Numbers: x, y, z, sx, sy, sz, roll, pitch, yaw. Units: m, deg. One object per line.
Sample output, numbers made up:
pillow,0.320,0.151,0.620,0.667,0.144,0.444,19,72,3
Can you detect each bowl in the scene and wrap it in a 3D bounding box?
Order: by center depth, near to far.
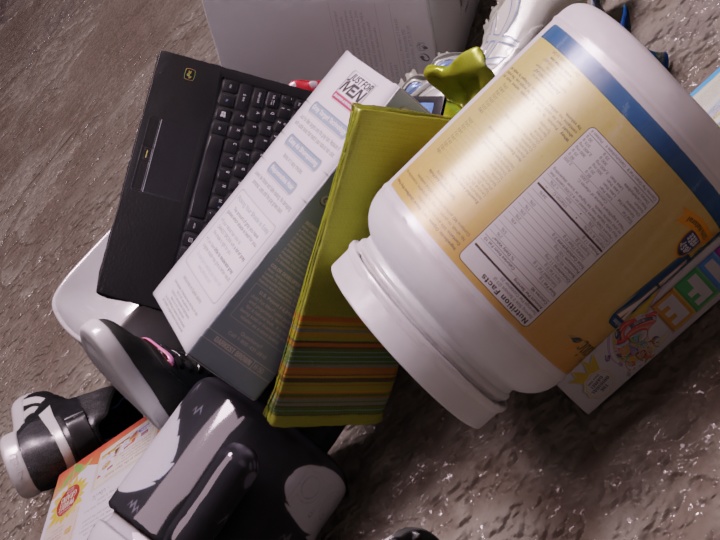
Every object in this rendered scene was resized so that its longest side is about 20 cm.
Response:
bowl,-0.135,-0.007,1.128,0.200,0.075,0.199,-48,24,-8

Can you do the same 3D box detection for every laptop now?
laptop,-0.064,-0.048,0.979,0.103,0.198,0.179,130,154,-83

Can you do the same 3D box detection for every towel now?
towel,0.003,0.001,0.865,0.018,0.085,0.202,38,118,48

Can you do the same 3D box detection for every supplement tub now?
supplement tub,0.095,-0.027,0.795,0.200,0.145,0.145,-44,27,8

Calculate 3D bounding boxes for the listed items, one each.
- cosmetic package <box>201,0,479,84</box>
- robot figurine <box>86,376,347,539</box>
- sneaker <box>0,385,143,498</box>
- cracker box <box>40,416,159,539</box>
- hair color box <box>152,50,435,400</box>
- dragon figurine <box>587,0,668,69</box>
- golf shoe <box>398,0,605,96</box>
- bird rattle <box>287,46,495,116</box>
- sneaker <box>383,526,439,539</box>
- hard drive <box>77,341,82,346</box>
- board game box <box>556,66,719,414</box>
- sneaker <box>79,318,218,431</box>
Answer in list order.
cosmetic package,-0.007,-0.256,1.253,0.198,0.124,0.201,3,49,18
robot figurine,-0.090,0.149,0.933,0.124,0.150,0.201,25,73,41
sneaker,-0.237,0.135,1.250,0.111,0.074,0.200,-22,11,-4
cracker box,-0.180,0.209,1.063,0.133,0.058,0.201,-33,30,28
hair color box,-0.036,-0.030,0.900,0.201,0.060,0.099,-51,29,4
dragon figurine,0.172,-0.138,0.998,0.099,0.059,0.201,-12,48,47
golf shoe,0.120,-0.151,1.101,0.200,0.078,0.098,-42,44,23
bird rattle,0.018,-0.080,1.028,0.198,0.113,0.164,0,54,28
sneaker,-0.022,0.232,0.798,0.090,0.066,0.201,-17,37,50
hard drive,-0.184,-0.011,1.310,0.201,0.025,0.132,-55,-13,-14
board game box,0.178,-0.024,0.868,0.200,0.034,0.135,-43,27,11
sneaker,-0.113,0.067,1.011,0.099,0.200,0.071,-46,48,-9
